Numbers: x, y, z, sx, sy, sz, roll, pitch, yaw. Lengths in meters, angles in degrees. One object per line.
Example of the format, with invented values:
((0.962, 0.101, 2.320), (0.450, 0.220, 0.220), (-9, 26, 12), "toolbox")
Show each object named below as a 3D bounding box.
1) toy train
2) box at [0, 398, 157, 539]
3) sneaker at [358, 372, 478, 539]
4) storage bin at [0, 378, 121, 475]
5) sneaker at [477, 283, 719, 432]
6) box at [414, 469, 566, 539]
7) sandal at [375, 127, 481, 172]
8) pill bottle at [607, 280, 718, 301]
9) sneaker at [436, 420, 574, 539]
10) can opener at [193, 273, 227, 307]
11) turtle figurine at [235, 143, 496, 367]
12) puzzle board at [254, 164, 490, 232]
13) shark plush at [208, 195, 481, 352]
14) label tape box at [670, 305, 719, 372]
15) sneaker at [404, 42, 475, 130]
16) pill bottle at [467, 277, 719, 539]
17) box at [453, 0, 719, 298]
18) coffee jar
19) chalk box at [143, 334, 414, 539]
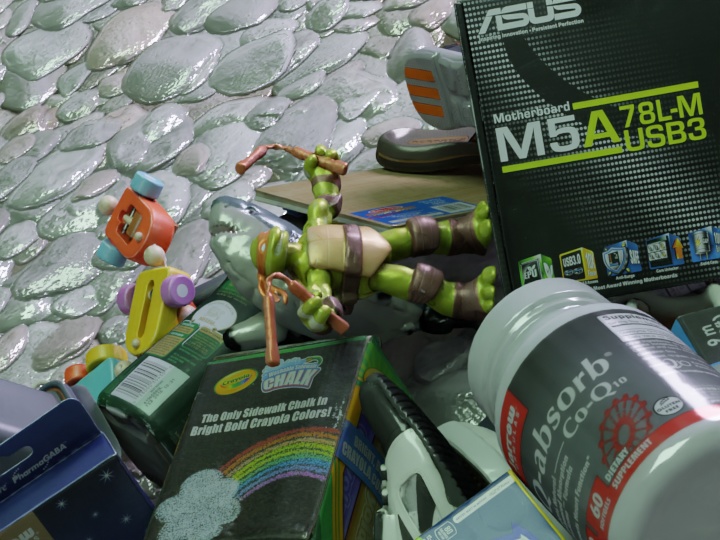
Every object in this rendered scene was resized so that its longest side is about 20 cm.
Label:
((-0.164, 0.039, 1.556), (0.150, 0.055, 0.201), (33, 100, 55), "toy train")
((-0.170, 0.181, 1.315), (0.121, 0.200, 0.032), (-35, 35, -6), "box")
((0.033, 0.155, 1.254), (0.088, 0.074, 0.201), (-32, 70, 9), "sneaker")
((-0.268, 0.158, 1.404), (0.200, 0.134, 0.146), (-56, 35, 12), "storage bin")
((0.149, 0.064, 1.339), (0.199, 0.080, 0.079), (-24, 37, 12), "sneaker")
((0.113, 0.205, 1.140), (0.070, 0.064, 0.200), (-35, 62, -7), "box")
((0.107, -0.105, 1.547), (0.199, 0.055, 0.082), (-2, 13, 17), "sandal")
((0.198, -0.041, 1.398), (0.199, 0.114, 0.114), (-22, 37, 10), "pill bottle")
((0.122, 0.139, 1.286), (0.084, 0.073, 0.200), (-28, 38, -22), "sneaker")
((-0.080, 0.007, 1.580), (0.199, 0.067, 0.053), (-28, 34, 11), "can opener")
((0.000, 0.000, 1.335), (0.160, 0.065, 0.200), (4, 40, -6), "turtle figurine")
((0.050, -0.050, 1.503), (0.199, 0.017, 0.150), (-12, 18, -37), "puzzle board")
((-0.003, 0.002, 1.431), (0.199, 0.091, 0.084), (6, 45, -12), "shark plush")
((0.235, 0.081, 1.226), (0.199, 0.066, 0.143), (-12, 36, -7), "label tape box")
((0.123, -0.134, 1.445), (0.112, 0.078, 0.200), (-26, 27, -25), "sneaker")
((0.140, 0.087, 1.155), (0.116, 0.116, 0.200), (-35, 33, -6), "pill bottle")
((0.170, -0.086, 1.318), (0.199, 0.194, 0.048), (-9, 6, 10), "box")
((-0.078, 0.057, 1.480), (0.085, 0.104, 0.200), (19, 57, 47), "coffee jar")
((-0.031, 0.126, 1.345), (0.124, 0.124, 0.200), (-8, 43, 29), "chalk box")
